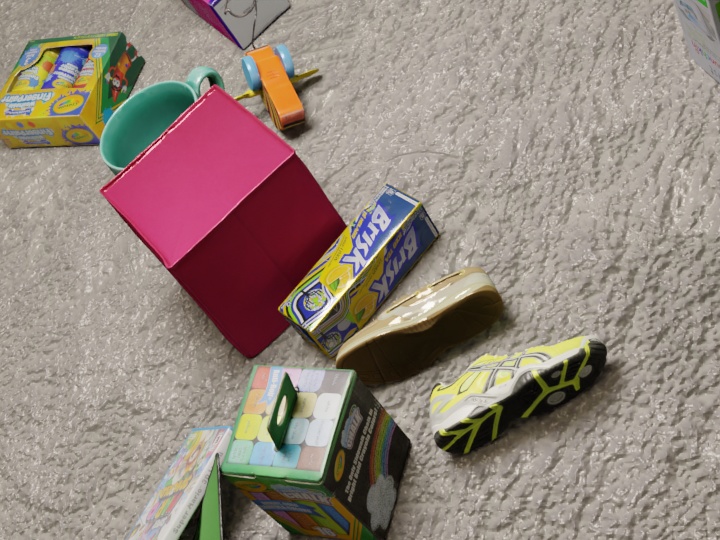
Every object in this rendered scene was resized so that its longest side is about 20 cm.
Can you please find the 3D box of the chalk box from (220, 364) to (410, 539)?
[{"bbox_3d":[-0.052,0.176,1.265,0.123,0.200,0.126,0,56,29],"label":"chalk box"}]

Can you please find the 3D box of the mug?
[{"bbox_3d":[-0.245,-0.170,1.693,0.184,0.115,0.153,-30,47,6],"label":"mug"}]

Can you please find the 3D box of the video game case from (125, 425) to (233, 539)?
[{"bbox_3d":[-0.209,0.260,1.366,0.201,0.018,0.143,-60,17,-20],"label":"video game case"}]

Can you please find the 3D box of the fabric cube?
[{"bbox_3d":[-0.152,-0.057,1.499,0.200,0.200,0.196,-43,48,-5],"label":"fabric cube"}]

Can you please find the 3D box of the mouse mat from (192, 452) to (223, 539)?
[{"bbox_3d":[-0.154,0.300,1.260,0.007,0.201,0.162,3,49,-13],"label":"mouse mat"}]

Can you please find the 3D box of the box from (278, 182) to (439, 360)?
[{"bbox_3d":[0.000,0.000,1.456,0.064,0.070,0.200,30,75,39],"label":"box"}]

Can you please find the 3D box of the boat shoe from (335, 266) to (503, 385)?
[{"bbox_3d":[0.062,0.061,1.383,0.199,0.074,0.067,-25,35,9],"label":"boat shoe"}]

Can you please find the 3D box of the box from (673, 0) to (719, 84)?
[{"bbox_3d":[0.450,-0.323,1.366,0.199,0.177,0.097,-35,47,2],"label":"box"}]

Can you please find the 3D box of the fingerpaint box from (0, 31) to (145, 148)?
[{"bbox_3d":[-0.454,-0.276,1.920,0.198,0.073,0.168,2,58,31],"label":"fingerpaint box"}]

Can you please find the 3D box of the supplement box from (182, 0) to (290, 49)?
[{"bbox_3d":[-0.211,-0.432,1.878,0.101,0.103,0.200,-43,48,-5],"label":"supplement box"}]

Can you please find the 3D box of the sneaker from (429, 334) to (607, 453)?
[{"bbox_3d":[0.155,0.109,1.283,0.199,0.076,0.077,-26,48,8],"label":"sneaker"}]

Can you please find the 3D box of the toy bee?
[{"bbox_3d":[-0.122,-0.271,1.724,0.129,0.109,0.202,-1,69,-3],"label":"toy bee"}]
